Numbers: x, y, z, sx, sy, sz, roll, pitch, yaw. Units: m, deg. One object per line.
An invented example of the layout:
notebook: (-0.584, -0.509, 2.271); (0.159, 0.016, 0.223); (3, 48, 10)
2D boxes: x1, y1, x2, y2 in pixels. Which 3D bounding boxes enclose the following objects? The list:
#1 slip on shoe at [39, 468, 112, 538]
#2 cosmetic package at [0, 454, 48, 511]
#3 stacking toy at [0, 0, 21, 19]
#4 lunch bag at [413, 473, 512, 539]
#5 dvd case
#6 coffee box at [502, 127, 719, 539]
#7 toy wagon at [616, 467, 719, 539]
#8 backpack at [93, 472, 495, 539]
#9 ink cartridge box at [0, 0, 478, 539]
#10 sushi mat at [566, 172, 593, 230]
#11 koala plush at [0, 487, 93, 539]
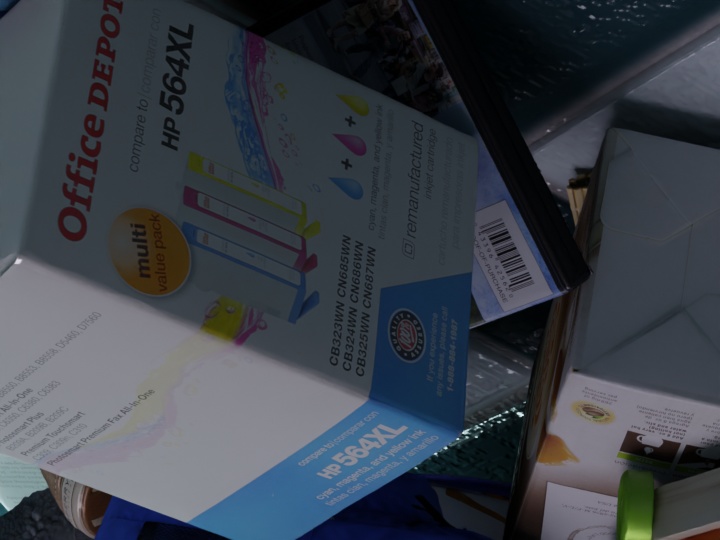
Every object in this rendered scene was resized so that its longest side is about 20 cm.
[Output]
slip on shoe: (-0.057, 0.072, 1.154); (0.200, 0.061, 0.076); (-16, 126, -29)
cosmetic package: (-0.135, 0.080, 1.243); (0.101, 0.071, 0.200); (0, 147, 20)
stacking toy: (-0.122, -0.109, 0.925); (0.085, 0.086, 0.200); (9, 157, 8)
lunch bag: (0.038, 0.182, 1.279); (0.200, 0.124, 0.170); (16, 148, -18)
dvd case: (-0.014, -0.031, 0.979); (0.200, 0.018, 0.143); (-22, 97, 46)
coffee box: (0.114, 0.047, 1.016); (0.080, 0.115, 0.200); (12, 149, 1)
toy wagon: (0.176, 0.127, 0.986); (0.155, 0.040, 0.200); (3, 150, 3)
backpack: (-0.012, 0.164, 1.052); (0.199, 0.168, 0.163); (11, 140, 12)
ink cartridge box: (-0.076, -0.006, 0.871); (0.200, 0.129, 0.125); (23, 144, -28)
sushi mat: (0.147, 0.018, 1.080); (0.095, 0.012, 0.200); (6, 149, 16)
koala plush: (-0.145, 0.206, 1.259); (0.177, 0.184, 0.200); (-3, 171, -10)
